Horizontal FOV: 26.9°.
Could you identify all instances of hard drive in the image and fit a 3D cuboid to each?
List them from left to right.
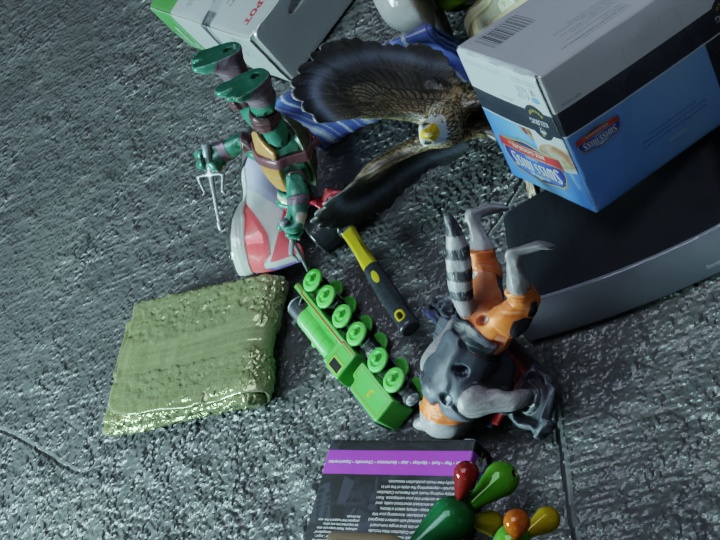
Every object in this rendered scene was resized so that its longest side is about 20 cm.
[{"bbox_3d":[0.209,-0.033,1.218,0.200,0.042,0.135,-23,48,24],"label":"hard drive"}]

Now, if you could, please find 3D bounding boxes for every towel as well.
[{"bbox_3d":[-0.157,0.080,1.430,0.200,0.036,0.148,-15,50,30],"label":"towel"},{"bbox_3d":[0.012,-0.168,1.412,0.200,0.145,0.024,-24,74,23],"label":"towel"}]

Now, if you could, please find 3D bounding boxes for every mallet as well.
[{"bbox_3d":[0.000,0.000,1.354,0.066,0.041,0.200,-37,41,14],"label":"mallet"}]

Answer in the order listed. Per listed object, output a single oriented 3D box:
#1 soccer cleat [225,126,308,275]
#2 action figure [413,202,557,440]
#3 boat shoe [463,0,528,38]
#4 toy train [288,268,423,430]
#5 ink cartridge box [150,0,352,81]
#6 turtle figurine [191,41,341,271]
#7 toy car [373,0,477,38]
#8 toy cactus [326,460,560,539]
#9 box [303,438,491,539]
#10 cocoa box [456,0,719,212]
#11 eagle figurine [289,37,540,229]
[{"bbox_3d":[-0.083,-0.077,1.472,0.073,0.068,0.200,-4,47,10],"label":"soccer cleat"},{"bbox_3d":[0.079,0.043,1.201,0.200,0.105,0.194,36,117,55],"label":"action figure"},{"bbox_3d":[0.141,-0.220,1.336,0.072,0.200,0.065,-21,80,-9],"label":"boat shoe"},{"bbox_3d":[-0.008,0.068,1.320,0.056,0.042,0.200,-52,42,10],"label":"toy train"},{"bbox_3d":[-0.114,-0.302,1.643,0.200,0.084,0.146,27,78,46],"label":"ink cartridge box"},{"bbox_3d":[-0.087,-0.102,1.358,0.150,0.200,0.101,24,55,41],"label":"turtle figurine"},{"bbox_3d":[0.091,-0.309,1.399,0.175,0.200,0.150,-27,83,15],"label":"toy car"},{"bbox_3d":[0.051,0.223,1.086,0.165,0.102,0.200,10,71,15],"label":"toy cactus"},{"bbox_3d":[0.016,0.229,1.182,0.143,0.036,0.200,-4,56,35],"label":"box"},{"bbox_3d":[0.207,-0.164,1.204,0.200,0.131,0.133,-35,29,-12],"label":"cocoa box"},{"bbox_3d":[0.050,-0.124,1.303,0.200,0.151,0.152,-5,69,14],"label":"eagle figurine"}]
